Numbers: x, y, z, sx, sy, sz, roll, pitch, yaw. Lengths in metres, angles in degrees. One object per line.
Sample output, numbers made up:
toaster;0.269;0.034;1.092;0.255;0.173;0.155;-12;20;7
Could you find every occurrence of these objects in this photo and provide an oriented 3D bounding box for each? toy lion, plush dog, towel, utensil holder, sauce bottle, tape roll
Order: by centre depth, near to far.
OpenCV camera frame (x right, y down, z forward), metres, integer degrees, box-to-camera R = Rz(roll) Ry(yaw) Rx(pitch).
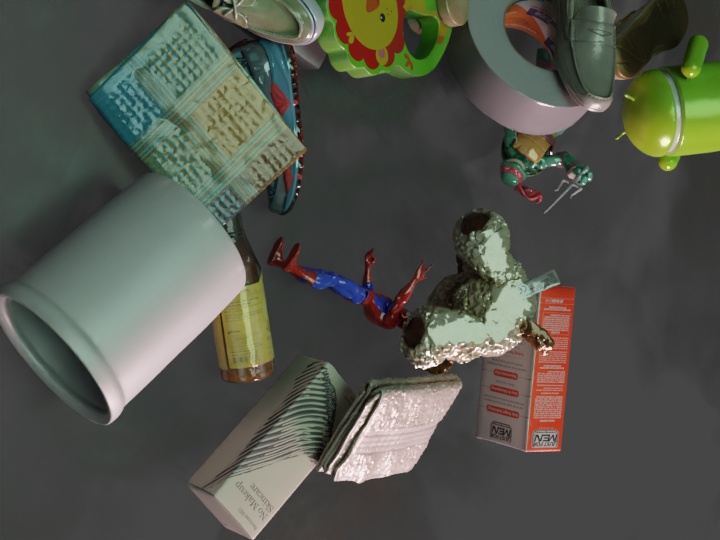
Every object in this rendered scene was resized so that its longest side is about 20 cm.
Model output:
utensil holder;-0.237;0.023;1.470;0.200;0.169;0.171;-45;117;-25
towel;-0.170;-0.156;1.538;0.146;0.022;0.200;-41;103;-3
sauce bottle;-0.135;0.019;1.599;0.065;0.066;0.202;-13;104;-32
toy lion;0.023;-0.284;1.608;0.200;0.068;0.193;47;54;-38
towel;0.037;0.178;1.683;0.199;0.034;0.133;1;125;-56
plush dog;0.134;0.045;1.724;0.160;0.172;0.201;30;82;-13
tape roll;0.201;-0.263;1.747;0.198;0.066;0.202;11;59;-19

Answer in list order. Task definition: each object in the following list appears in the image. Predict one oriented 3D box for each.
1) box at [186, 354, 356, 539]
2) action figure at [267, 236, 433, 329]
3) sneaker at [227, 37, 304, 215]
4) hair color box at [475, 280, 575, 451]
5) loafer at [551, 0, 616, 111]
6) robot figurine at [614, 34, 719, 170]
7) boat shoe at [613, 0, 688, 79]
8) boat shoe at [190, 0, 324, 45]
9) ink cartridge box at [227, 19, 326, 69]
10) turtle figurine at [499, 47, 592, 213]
box;-0.093;0.194;1.642;0.200;0.068;0.082;-50;120;-21
action figure;0.000;0.000;1.688;0.199;0.065;0.100;33;85;-32
sneaker;-0.111;-0.157;1.608;0.094;0.079;0.202;-3;112;1
hair color box;0.203;0.115;1.817;0.061;0.101;0.202;4;93;-34
loafer;0.261;-0.278;1.700;0.069;0.070;0.202;3;63;-22
robot figurine;0.429;-0.210;1.914;0.198;0.116;0.177;-7;136;-10
boat shoe;0.356;-0.304;1.905;0.200;0.066;0.075;-35;113;-41
boat shoe;-0.134;-0.284;1.520;0.199;0.072;0.062;27;37;6
ink cartridge box;-0.056;-0.336;1.629;0.109;0.050;0.202;31;78;-32
turtle figurine;0.217;-0.168;1.800;0.149;0.100;0.201;37;64;-16
